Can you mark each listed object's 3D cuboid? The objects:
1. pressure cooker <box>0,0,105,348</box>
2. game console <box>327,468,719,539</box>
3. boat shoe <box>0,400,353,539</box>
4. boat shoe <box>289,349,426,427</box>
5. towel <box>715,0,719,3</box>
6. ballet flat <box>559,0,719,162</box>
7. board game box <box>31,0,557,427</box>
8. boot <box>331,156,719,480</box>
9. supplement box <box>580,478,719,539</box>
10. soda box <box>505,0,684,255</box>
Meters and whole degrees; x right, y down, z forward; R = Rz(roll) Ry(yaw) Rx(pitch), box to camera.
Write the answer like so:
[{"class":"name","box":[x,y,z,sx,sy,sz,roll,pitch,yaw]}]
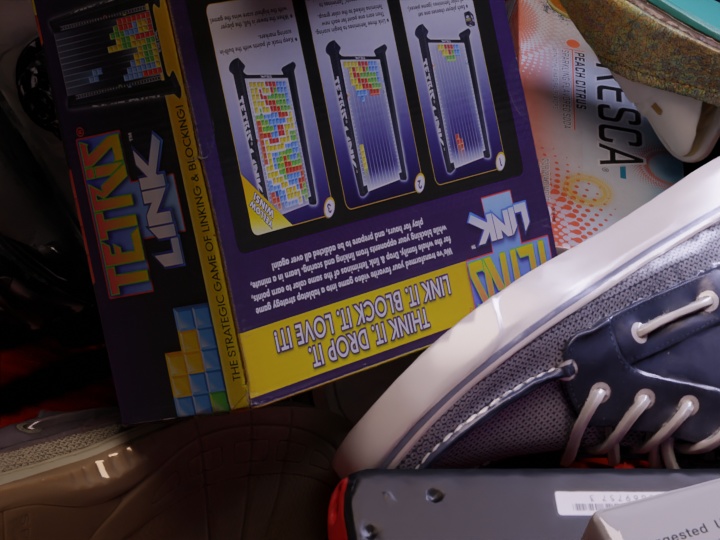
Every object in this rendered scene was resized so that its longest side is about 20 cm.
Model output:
[{"class":"pressure cooker","box":[-0.106,-0.080,1.029,0.175,0.179,0.200,25,38,14]},{"class":"game console","box":[0.095,0.141,0.895,0.199,0.031,0.177,1,53,-14]},{"class":"boat shoe","box":[-0.089,0.074,0.926,0.199,0.072,0.065,-15,29,-39]},{"class":"boat shoe","box":[0.000,0.000,1.074,0.063,0.073,0.200,-21,33,30]},{"class":"towel","box":[0.153,-0.117,1.165,0.200,0.049,0.112,47,34,14]},{"class":"ballet flat","box":[0.151,-0.061,1.072,0.199,0.071,0.071,22,39,10]},{"class":"board game box","box":[-0.017,-0.050,0.949,0.057,0.166,0.200,-8,4,34]},{"class":"boot","box":[0.091,0.040,0.970,0.200,0.073,0.090,-33,74,-25]},{"class":"supplement box","box":[0.133,0.161,0.784,0.103,0.101,0.200,-14,59,-23]},{"class":"soda box","box":[0.087,-0.043,1.129,0.068,0.064,0.200,10,39,-4]}]
